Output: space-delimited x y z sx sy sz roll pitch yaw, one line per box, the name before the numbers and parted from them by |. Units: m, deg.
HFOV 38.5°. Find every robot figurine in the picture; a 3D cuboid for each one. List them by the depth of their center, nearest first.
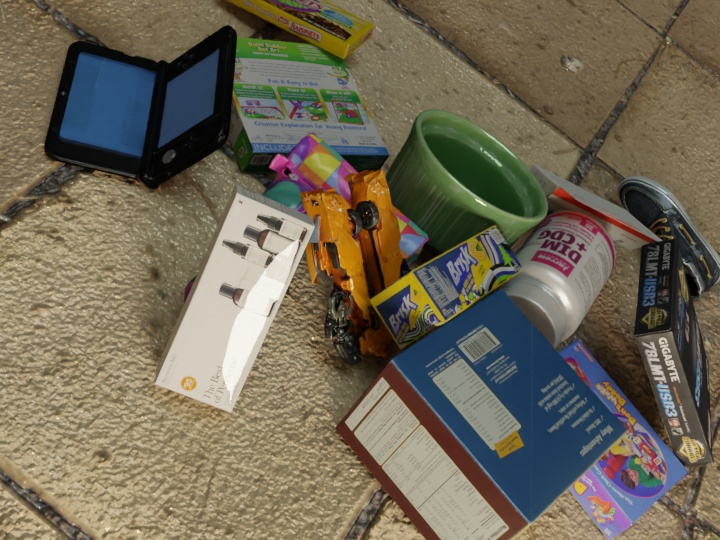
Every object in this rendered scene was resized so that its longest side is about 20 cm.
robot figurine | 0.000 0.000 1.117 0.144 0.058 0.202 -24 110 -40

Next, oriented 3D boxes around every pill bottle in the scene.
pill bottle | 0.231 0.019 1.263 0.113 0.114 0.200 40 44 4

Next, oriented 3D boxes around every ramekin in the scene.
ramekin | 0.126 -0.098 1.284 0.199 0.098 0.201 27 32 -18

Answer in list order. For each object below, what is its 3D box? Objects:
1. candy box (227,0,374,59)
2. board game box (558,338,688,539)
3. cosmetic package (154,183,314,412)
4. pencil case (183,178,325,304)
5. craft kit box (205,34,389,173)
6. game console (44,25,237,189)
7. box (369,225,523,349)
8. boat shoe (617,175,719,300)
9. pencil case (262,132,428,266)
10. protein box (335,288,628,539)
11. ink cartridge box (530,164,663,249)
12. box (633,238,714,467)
candy box | -0.087 -0.357 1.414 0.199 0.027 0.102 28 34 7
board game box | 0.269 0.190 1.193 0.134 0.045 0.200 -22 68 -42
cosmetic package | -0.121 0.028 0.981 0.082 0.201 0.051 22 11 -11
pencil case | -0.105 -0.016 1.097 0.085 0.092 0.200 47 41 -14
craft kit box | -0.086 -0.210 1.312 0.199 0.049 0.199 -2 58 -33
game console | -0.242 -0.204 1.162 0.116 0.175 0.201 40 36 -39
box | 0.098 0.015 1.123 0.200 0.070 0.065 -26 82 -54
boat shoe | 0.435 -0.049 1.478 0.200 0.071 0.091 49 41 10
pencil case | -0.016 -0.071 1.200 0.200 0.088 0.089 39 43 -3
protein box | 0.125 0.163 1.061 0.198 0.135 0.200 -28 71 -44
ink cartridge box | 0.310 -0.069 1.372 0.162 0.057 0.200 24 18 -13
box | 0.381 0.097 1.244 0.199 0.049 0.200 65 28 -24
